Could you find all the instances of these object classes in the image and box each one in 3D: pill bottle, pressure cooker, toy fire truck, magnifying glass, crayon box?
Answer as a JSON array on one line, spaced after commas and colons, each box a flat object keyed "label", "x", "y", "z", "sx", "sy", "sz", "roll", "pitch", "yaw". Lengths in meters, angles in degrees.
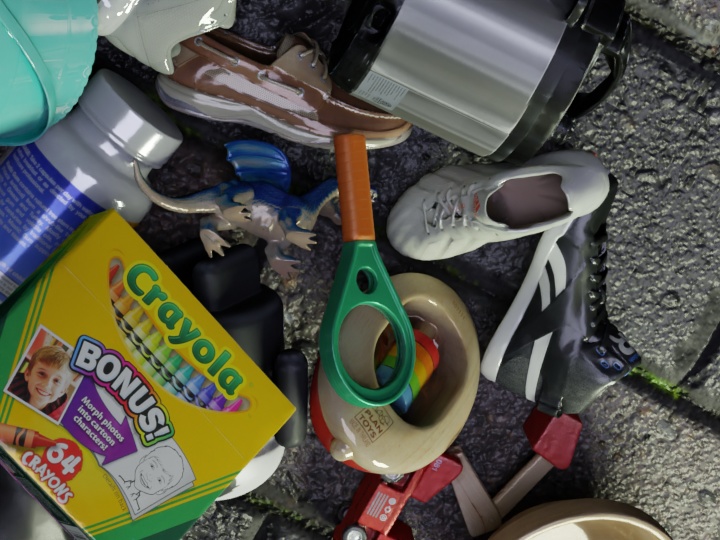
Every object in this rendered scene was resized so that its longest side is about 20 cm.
[{"label": "pill bottle", "x": -0.227, "y": -0.050, "z": 1.322, "sx": 0.112, "sy": 0.112, "sz": 0.200, "roll": 40, "pitch": 100, "yaw": -15}, {"label": "pressure cooker", "x": 0.094, "y": -0.173, "z": 1.280, "sx": 0.199, "sy": 0.176, "sz": 0.179, "roll": 24, "pitch": 107, "yaw": -8}, {"label": "toy fire truck", "x": 0.079, "y": 0.175, "z": 1.452, "sx": 0.141, "sy": 0.049, "sz": 0.201, "roll": 25, "pitch": 104, "yaw": -14}, {"label": "magnifying glass", "x": 0.000, "y": 0.000, "z": 1.288, "sx": 0.079, "sy": 0.022, "sz": 0.201, "roll": 0, "pitch": 83, "yaw": -39}, {"label": "crayon box", "x": -0.173, "y": 0.089, "z": 1.233, "sx": 0.200, "sy": 0.058, "sz": 0.173, "roll": 49, "pitch": 68, "yaw": -15}]

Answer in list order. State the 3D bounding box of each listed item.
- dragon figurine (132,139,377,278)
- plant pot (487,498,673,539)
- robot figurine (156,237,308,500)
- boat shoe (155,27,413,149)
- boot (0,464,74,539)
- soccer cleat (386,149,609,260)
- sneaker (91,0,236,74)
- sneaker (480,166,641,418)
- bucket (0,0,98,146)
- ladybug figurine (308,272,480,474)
[{"label": "dragon figurine", "x": -0.084, "y": -0.058, "z": 1.329, "sx": 0.199, "sy": 0.100, "sz": 0.059, "roll": 16, "pitch": 131, "yaw": -17}, {"label": "plant pot", "x": 0.166, "y": 0.261, "z": 1.455, "sx": 0.200, "sy": 0.093, "sz": 0.202, "roll": -5, "pitch": 116, "yaw": -10}, {"label": "robot figurine", "x": -0.119, "y": 0.080, "z": 1.364, "sx": 0.124, "sy": 0.150, "sz": 0.201, "roll": -7, "pitch": 108, "yaw": -20}, {"label": "boat shoe", "x": -0.053, "y": -0.142, "z": 1.327, "sx": 0.199, "sy": 0.076, "sz": 0.072, "roll": 11, "pitch": 110, "yaw": -10}, {"label": "boot", "x": -0.278, "y": 0.153, "z": 1.286, "sx": 0.200, "sy": 0.073, "sz": 0.151, "roll": 41, "pitch": 100, "yaw": -20}, {"label": "soccer cleat", "x": 0.093, "y": -0.049, "z": 1.332, "sx": 0.199, "sy": 0.077, "sz": 0.070, "roll": -15, "pitch": 98, "yaw": 35}, {"label": "sneaker", "x": -0.108, "y": -0.223, "z": 1.241, "sx": 0.092, "sy": 0.076, "sz": 0.200, "roll": 36, "pitch": 118, "yaw": -24}, {"label": "sneaker", "x": 0.185, "y": 0.024, "z": 1.385, "sx": 0.112, "sy": 0.073, "sz": 0.201, "roll": 30, "pitch": 113, "yaw": 14}, {"label": "bucket", "x": -0.290, "y": -0.177, "z": 1.222, "sx": 0.134, "sy": 0.207, "sz": 0.208, "roll": -12, "pitch": 115, "yaw": -48}, {"label": "ladybug figurine", "x": 0.021, "y": 0.084, "z": 1.361, "sx": 0.072, "sy": 0.200, "sz": 0.136, "roll": -24, "pitch": 104, "yaw": 41}]
